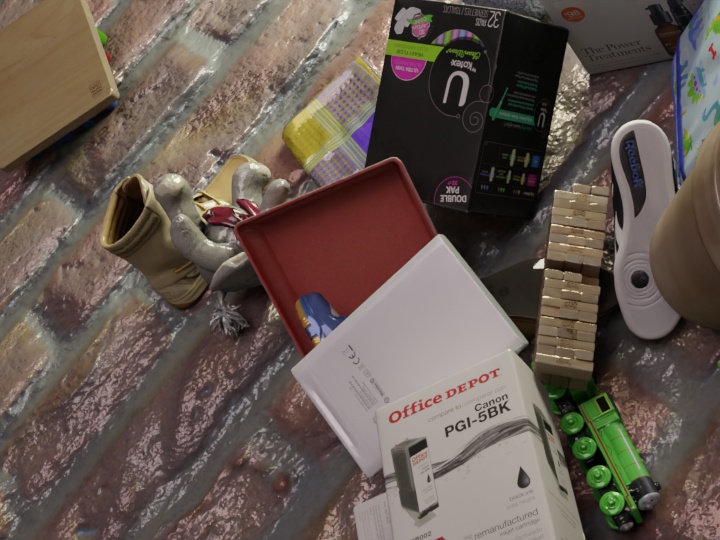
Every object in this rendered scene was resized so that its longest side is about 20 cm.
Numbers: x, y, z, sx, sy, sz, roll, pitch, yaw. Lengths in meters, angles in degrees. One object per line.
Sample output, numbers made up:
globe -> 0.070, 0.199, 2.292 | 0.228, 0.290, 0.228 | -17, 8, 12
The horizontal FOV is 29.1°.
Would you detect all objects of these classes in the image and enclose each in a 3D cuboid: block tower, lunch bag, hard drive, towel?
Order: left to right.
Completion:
towel -> -0.006, -0.154, 1.611 | 0.143, 0.023, 0.200 | -40, 47, 5
hard drive -> 0.044, 0.082, 1.313 | 0.200, 0.027, 0.132 | -43, 74, 16
block tower -> 0.194, 0.016, 1.287 | 0.053, 0.058, 0.202 | 8, 56, 7
lunch bag -> 0.349, -0.167, 1.291 | 0.082, 0.161, 0.202 | 10, 61, -8

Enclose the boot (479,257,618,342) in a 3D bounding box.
boot -> 0.156, 0.042, 1.353 | 0.198, 0.076, 0.074 | -9, 49, 8

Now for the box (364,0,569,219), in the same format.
box -> 0.107, -0.165, 1.424 | 0.148, 0.124, 0.202 | 17, 99, 40

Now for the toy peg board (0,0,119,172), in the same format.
toy peg board -> -0.421, -0.255, 1.930 | 0.199, 0.098, 0.201 | -31, 64, 15

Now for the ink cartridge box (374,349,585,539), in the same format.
ink cartridge box -> 0.100, 0.188, 1.178 | 0.146, 0.083, 0.201 | -26, 45, 18

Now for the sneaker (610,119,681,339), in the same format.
sneaker -> 0.276, -0.040, 1.318 | 0.072, 0.112, 0.202 | -3, 93, 12

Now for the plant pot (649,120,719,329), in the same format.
plant pot -> 0.338, -0.031, 1.170 | 0.174, 0.198, 0.202 | 137, 153, -64

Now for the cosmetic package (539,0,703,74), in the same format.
cosmetic package -> 0.295, -0.274, 1.394 | 0.198, 0.151, 0.052 | -7, 57, 31

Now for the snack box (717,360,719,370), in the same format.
snack box -> 0.414, 0.099, 1.140 | 0.199, 0.053, 0.143 | -28, 48, 17

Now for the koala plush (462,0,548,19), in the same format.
koala plush -> 0.153, -0.389, 1.531 | 0.176, 0.200, 0.185 | 22, 76, 41

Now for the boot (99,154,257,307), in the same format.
boot -> -0.206, -0.076, 1.607 | 0.072, 0.155, 0.201 | 22, 75, 41

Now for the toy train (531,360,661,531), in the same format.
toy train -> 0.213, 0.146, 1.259 | 0.056, 0.042, 0.201 | -26, 49, 4

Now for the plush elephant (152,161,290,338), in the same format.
plush elephant -> -0.115, -0.033, 1.520 | 0.154, 0.164, 0.202 | -12, 83, 44

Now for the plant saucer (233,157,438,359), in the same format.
plant saucer -> 0.000, 0.000, 1.417 | 0.198, 0.201, 0.037 | -21, 18, 23

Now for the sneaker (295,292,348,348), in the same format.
sneaker -> 0.019, 0.086, 1.385 | 0.088, 0.075, 0.200 | -43, 74, 2

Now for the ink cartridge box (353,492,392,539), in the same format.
ink cartridge box -> 0.100, 0.237, 1.256 | 0.199, 0.068, 0.116 | -27, 49, 18
